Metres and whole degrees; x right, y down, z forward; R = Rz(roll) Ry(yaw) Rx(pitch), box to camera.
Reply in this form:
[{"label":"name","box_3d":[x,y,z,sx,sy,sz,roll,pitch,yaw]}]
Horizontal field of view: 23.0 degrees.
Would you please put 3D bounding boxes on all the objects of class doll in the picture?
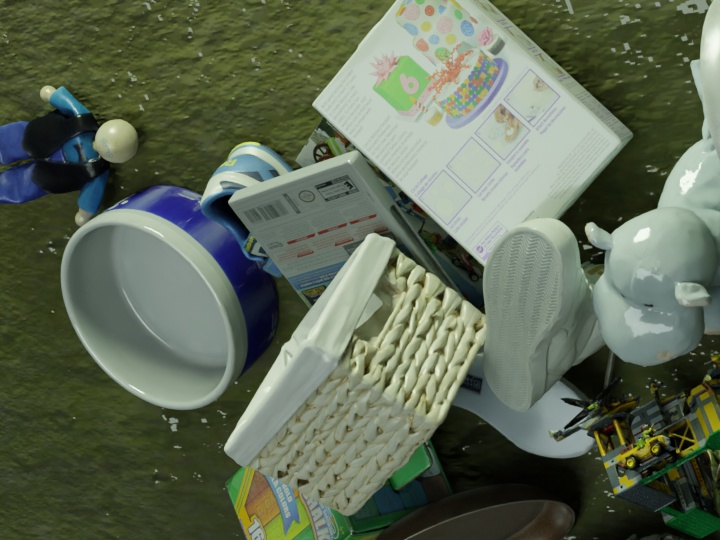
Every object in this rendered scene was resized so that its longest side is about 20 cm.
[{"label":"doll","box_3d":[-0.284,-0.104,1.656,0.200,0.048,0.137,-12,101,34]}]

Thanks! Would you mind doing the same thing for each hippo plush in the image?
[{"label":"hippo plush","box_3d":[0.249,-0.006,1.250,0.159,0.161,0.200,28,131,19]}]

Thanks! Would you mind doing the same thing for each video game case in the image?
[{"label":"video game case","box_3d":[0.000,0.000,1.427,0.143,0.018,0.200,-16,120,42]}]

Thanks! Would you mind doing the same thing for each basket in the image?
[{"label":"basket","box_3d":[-0.002,0.089,1.400,0.123,0.136,0.200,33,142,-3]}]

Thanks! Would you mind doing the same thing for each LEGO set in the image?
[{"label":"LEGO set","box_3d":[0.254,0.112,1.338,0.154,0.200,0.116,-39,51,31]}]

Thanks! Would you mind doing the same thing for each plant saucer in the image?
[{"label":"plant saucer","box_3d":[0.087,0.233,1.528,0.200,0.200,0.032,-49,52,44]}]

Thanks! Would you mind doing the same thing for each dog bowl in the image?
[{"label":"dog bowl","box_3d":[-0.178,0.025,1.641,0.200,0.079,0.201,18,127,26]}]

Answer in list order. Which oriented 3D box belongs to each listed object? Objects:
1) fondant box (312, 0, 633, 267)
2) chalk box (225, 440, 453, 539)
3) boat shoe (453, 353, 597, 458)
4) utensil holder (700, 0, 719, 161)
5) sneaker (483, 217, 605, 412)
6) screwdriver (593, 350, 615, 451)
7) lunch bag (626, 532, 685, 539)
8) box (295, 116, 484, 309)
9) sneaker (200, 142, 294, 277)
[{"label":"fondant box","box_3d":[0.085,-0.114,1.340,0.200,0.058,0.144,43,111,5]},{"label":"chalk box","box_3d":[-0.008,0.191,1.566,0.200,0.124,0.125,-48,58,45]},{"label":"boat shoe","box_3d":[0.121,0.094,1.477,0.200,0.065,0.074,27,111,28]},{"label":"utensil holder","box_3d":[0.342,-0.122,1.106,0.200,0.170,0.170,-12,110,38]},{"label":"sneaker","box_3d":[0.154,0.010,1.329,0.074,0.115,0.200,42,151,25]},{"label":"screwdriver","box_3d":[0.201,0.065,1.426,0.029,0.028,0.200,51,145,43]},{"label":"lunch bag","box_3d":[0.246,0.310,1.489,0.164,0.118,0.200,-29,104,45]},{"label":"box","box_3d":[0.055,-0.074,1.435,0.200,0.038,0.137,42,134,7]},{"label":"sneaker","box_3d":[-0.054,-0.023,1.517,0.200,0.082,0.074,37,132,9]}]
